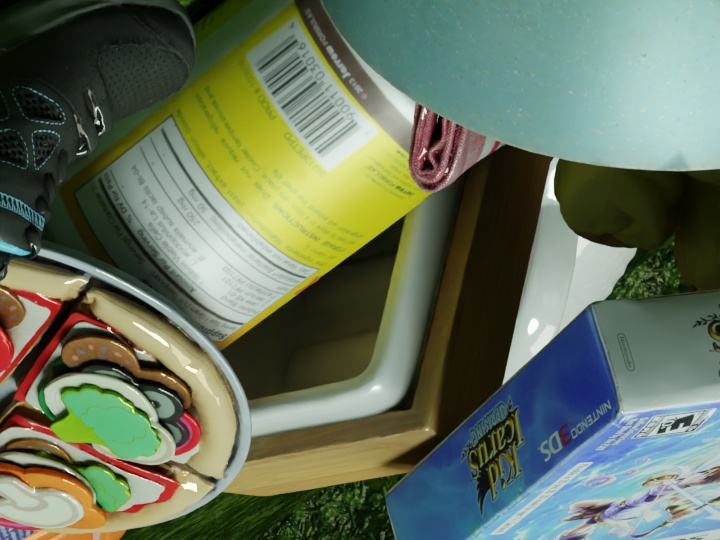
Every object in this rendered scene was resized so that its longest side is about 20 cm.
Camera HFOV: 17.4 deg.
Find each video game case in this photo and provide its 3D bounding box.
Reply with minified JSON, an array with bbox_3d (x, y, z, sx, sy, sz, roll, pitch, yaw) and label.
[{"bbox_3d":[0.128,0.061,0.890,0.180,0.046,0.200,-7,159,-24],"label":"video game case"}]

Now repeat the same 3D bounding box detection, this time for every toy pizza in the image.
[{"bbox_3d":[-0.142,0.054,0.923,0.200,0.199,0.032,-42,-152,46],"label":"toy pizza"}]

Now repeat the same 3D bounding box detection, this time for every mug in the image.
[{"bbox_3d":[0.086,-0.025,1.270,0.147,0.201,0.176,15,142,-13],"label":"mug"}]

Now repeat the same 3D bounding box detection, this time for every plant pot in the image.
[{"bbox_3d":[0.085,-0.145,0.658,0.200,0.200,0.135,-29,141,-27],"label":"plant pot"}]

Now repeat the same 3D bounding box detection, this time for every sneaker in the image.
[{"bbox_3d":[-0.124,-0.034,0.773,0.200,0.082,0.073,-28,169,-40],"label":"sneaker"}]

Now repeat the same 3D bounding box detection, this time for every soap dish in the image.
[{"bbox_3d":[0.000,0.000,1.001,0.157,0.081,0.201,-14,-131,40],"label":"soap dish"}]

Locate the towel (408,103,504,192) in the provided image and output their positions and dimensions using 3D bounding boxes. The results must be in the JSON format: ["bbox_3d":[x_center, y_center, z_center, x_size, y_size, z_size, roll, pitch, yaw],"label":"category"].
[{"bbox_3d":[0.074,-0.121,0.877,0.200,0.023,0.145,-32,133,-59],"label":"towel"}]

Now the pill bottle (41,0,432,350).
[{"bbox_3d":[-0.050,-0.039,0.927,0.200,0.110,0.109,-36,171,20],"label":"pill bottle"}]

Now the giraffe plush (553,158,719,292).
[{"bbox_3d":[0.158,-0.096,0.903,0.172,0.200,0.163,-5,-124,45],"label":"giraffe plush"}]

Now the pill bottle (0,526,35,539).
[{"bbox_3d":[-0.188,0.079,1.080,0.199,0.112,0.112,-31,172,-16],"label":"pill bottle"}]

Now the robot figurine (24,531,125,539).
[{"bbox_3d":[-0.205,0.124,1.280,0.199,0.117,0.144,-27,159,-32],"label":"robot figurine"}]
